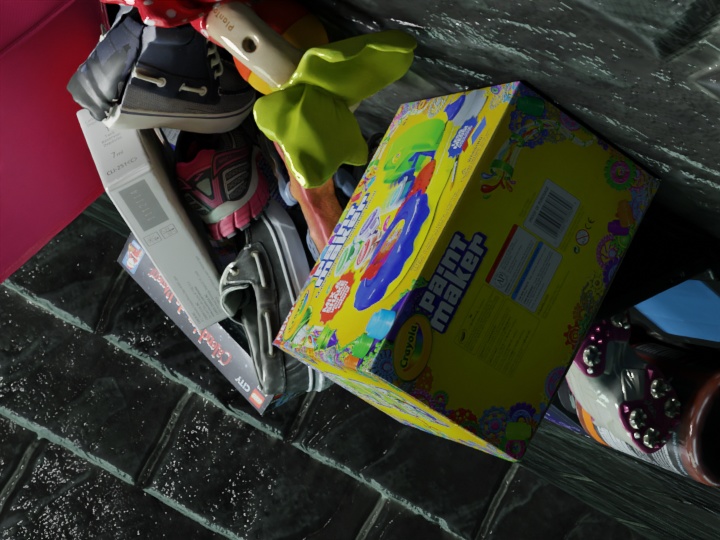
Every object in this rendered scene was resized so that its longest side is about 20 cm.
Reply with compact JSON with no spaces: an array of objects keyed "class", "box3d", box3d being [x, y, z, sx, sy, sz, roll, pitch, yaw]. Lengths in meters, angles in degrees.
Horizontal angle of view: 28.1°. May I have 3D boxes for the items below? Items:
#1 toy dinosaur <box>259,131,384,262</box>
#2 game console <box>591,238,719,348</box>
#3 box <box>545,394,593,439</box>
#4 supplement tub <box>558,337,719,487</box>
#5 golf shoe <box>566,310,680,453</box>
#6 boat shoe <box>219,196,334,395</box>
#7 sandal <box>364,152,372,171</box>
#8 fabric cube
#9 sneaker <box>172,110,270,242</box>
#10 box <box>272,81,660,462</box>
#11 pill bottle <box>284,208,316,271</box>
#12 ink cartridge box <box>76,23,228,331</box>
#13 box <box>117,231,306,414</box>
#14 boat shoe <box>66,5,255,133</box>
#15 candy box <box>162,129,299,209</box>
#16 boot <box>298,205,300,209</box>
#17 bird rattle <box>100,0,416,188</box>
[{"class":"toy dinosaur","box3d":[-0.013,-0.054,1.113,0.182,0.104,0.201,50,-163,-46]},{"class":"game console","box3d":[0.194,0.039,1.048,0.200,0.175,0.118,6,118,68]},{"class":"box","box3d":[0.183,0.101,1.600,0.140,0.079,0.200,17,165,44]},{"class":"supplement tub","box3d":[0.271,0.121,1.324,0.107,0.108,0.199,34,171,-34]},{"class":"golf shoe","box3d":[0.192,0.068,1.214,0.091,0.075,0.201,7,131,60]},{"class":"boat shoe","box3d":[-0.079,0.013,1.156,0.073,0.070,0.201,102,152,-44]},{"class":"sandal","box3d":[0.071,-0.039,1.231,0.199,0.048,0.075,32,172,-25]},{"class":"fabric cube","box3d":[-0.336,-0.148,1.220,0.198,0.196,0.201,25,141,26]},{"class":"sneaker","box3d":[-0.120,-0.110,1.211,0.075,0.080,0.201,53,-170,-32]},{"class":"box","box3d":[0.064,-0.001,0.958,0.121,0.201,0.192,31,170,-19]},{"class":"pill bottle","box3d":[0.000,0.000,1.292,0.111,0.113,0.199,22,-172,40]},{"class":"ink cartridge box","box3d":[-0.174,-0.074,1.188,0.201,0.044,0.177,65,179,-51]},{"class":"box","box3d":[-0.106,0.030,1.304,0.200,0.038,0.136,44,-147,17]},{"class":"boat shoe","box3d":[-0.129,-0.162,1.107,0.075,0.093,0.199,45,-152,15]},{"class":"candy box","box3d":[-0.146,-0.119,1.384,0.199,0.078,0.169,32,172,-6]},{"class":"boot","box3d":[-0.073,-0.038,1.615,0.167,0.077,0.200,32,166,7]},{"class":"bird rattle","box3d":[-0.066,-0.143,0.928,0.199,0.113,0.163,31,-172,7]}]
